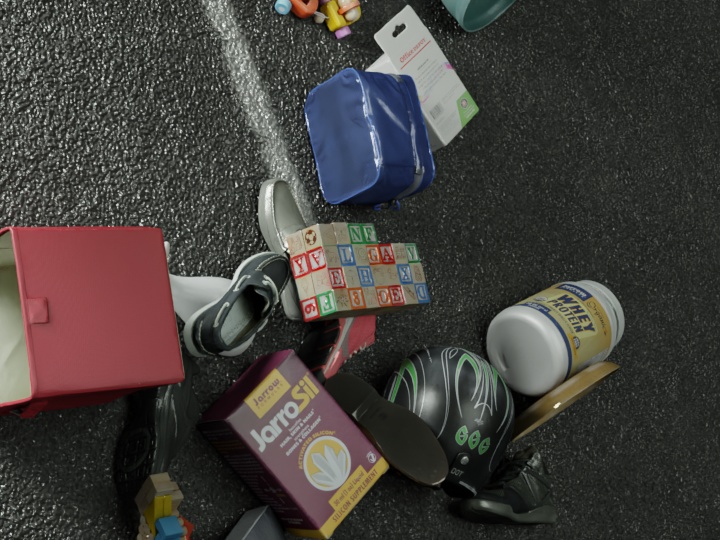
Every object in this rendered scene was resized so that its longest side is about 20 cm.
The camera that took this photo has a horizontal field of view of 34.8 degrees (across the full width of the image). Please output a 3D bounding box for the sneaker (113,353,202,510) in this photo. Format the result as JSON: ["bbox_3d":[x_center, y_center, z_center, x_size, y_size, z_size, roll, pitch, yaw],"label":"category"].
[{"bbox_3d":[-0.228,0.184,1.352,0.091,0.076,0.200,27,64,-44],"label":"sneaker"}]

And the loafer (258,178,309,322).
[{"bbox_3d":[-0.084,-0.031,1.542,0.070,0.070,0.200,-15,87,-43],"label":"loafer"}]

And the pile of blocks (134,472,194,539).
[{"bbox_3d":[-0.208,0.323,1.280,0.062,0.082,0.200,-3,101,-43],"label":"pile of blocks"}]

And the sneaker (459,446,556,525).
[{"bbox_3d":[0.214,0.317,1.697,0.199,0.076,0.114,11,68,-42],"label":"sneaker"}]

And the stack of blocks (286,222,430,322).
[{"bbox_3d":[0.000,0.000,1.526,0.200,0.059,0.115,-2,76,-51],"label":"stack of blocks"}]

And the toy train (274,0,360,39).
[{"bbox_3d":[-0.045,-0.435,1.711,0.150,0.056,0.200,42,54,-25],"label":"toy train"}]

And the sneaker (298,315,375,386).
[{"bbox_3d":[-0.016,0.091,1.563,0.087,0.074,0.200,41,54,-27],"label":"sneaker"}]

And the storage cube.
[{"bbox_3d":[-0.319,0.054,1.241,0.180,0.171,0.200,-1,77,-42],"label":"storage cube"}]

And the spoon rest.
[{"bbox_3d":[-0.200,0.034,1.440,0.200,0.061,0.099,43,53,-40],"label":"spoon rest"}]

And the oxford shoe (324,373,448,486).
[{"bbox_3d":[0.034,0.213,1.478,0.071,0.071,0.200,-34,58,-29],"label":"oxford shoe"}]

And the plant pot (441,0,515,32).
[{"bbox_3d":[0.191,-0.509,1.869,0.134,0.200,0.200,46,46,14],"label":"plant pot"}]

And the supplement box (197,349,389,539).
[{"bbox_3d":[-0.083,0.216,1.424,0.200,0.103,0.131,50,62,-12],"label":"supplement box"}]

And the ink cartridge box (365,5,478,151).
[{"bbox_3d":[0.082,-0.291,1.770,0.200,0.067,0.117,55,49,-15],"label":"ink cartridge box"}]

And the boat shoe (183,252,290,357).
[{"bbox_3d":[-0.135,0.041,1.423,0.200,0.060,0.076,-52,124,-42],"label":"boat shoe"}]

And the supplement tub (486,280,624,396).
[{"bbox_3d":[0.308,0.100,1.797,0.200,0.144,0.145,-22,92,-43],"label":"supplement tub"}]

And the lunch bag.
[{"bbox_3d":[0.022,-0.181,1.637,0.132,0.136,0.200,-5,81,-42],"label":"lunch bag"}]

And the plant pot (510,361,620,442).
[{"bbox_3d":[0.303,0.193,1.739,0.200,0.200,0.028,-20,71,-43],"label":"plant pot"}]

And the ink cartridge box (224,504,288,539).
[{"bbox_3d":[-0.109,0.405,1.349,0.198,0.047,0.200,64,17,-8],"label":"ink cartridge box"}]

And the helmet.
[{"bbox_3d":[0.116,0.197,1.572,0.200,0.200,0.191,31,69,-31],"label":"helmet"}]
